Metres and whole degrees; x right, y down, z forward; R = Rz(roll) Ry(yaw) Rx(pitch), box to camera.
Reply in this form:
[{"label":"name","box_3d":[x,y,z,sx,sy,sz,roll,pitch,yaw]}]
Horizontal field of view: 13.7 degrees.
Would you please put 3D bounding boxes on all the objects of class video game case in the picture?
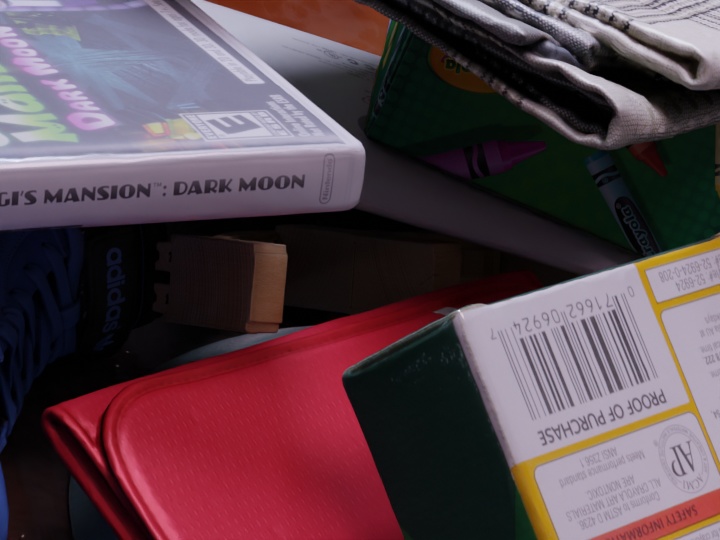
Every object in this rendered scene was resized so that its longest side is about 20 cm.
[{"label":"video game case","box_3d":[-0.121,-0.058,0.832,0.181,0.023,0.200,-4,26,-27]}]

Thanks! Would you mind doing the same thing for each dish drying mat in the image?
[{"label":"dish drying mat","box_3d":[0.005,0.044,0.834,0.199,0.018,0.077,-15,61,-47]}]

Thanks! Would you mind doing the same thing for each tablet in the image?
[{"label":"tablet","box_3d":[0.005,-0.046,0.957,0.199,0.014,0.130,16,23,-20]}]

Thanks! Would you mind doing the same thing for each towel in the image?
[{"label":"towel","box_3d":[0.050,-0.102,0.910,0.192,0.035,0.200,34,25,22]}]

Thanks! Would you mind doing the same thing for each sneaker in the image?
[{"label":"sneaker","box_3d":[-0.097,0.010,0.834,0.111,0.077,0.200,-3,34,-22]}]

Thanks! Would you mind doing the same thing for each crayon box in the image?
[{"label":"crayon box","box_3d":[0.071,-0.078,1.002,0.118,0.058,0.200,23,22,-5]},{"label":"crayon box","box_3d":[0.086,0.099,0.798,0.125,0.051,0.201,-15,80,-45]}]

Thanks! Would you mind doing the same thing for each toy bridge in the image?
[{"label":"toy bridge","box_3d":[0.000,0.000,0.933,0.067,0.027,0.200,6,5,34]}]

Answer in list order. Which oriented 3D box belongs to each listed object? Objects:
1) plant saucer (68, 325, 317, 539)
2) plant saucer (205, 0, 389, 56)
[{"label":"plant saucer","box_3d":[0.017,0.075,0.857,0.199,0.036,0.200,18,33,-12]},{"label":"plant saucer","box_3d":[-0.013,-0.096,1.087,0.199,0.032,0.201,17,34,-12]}]
